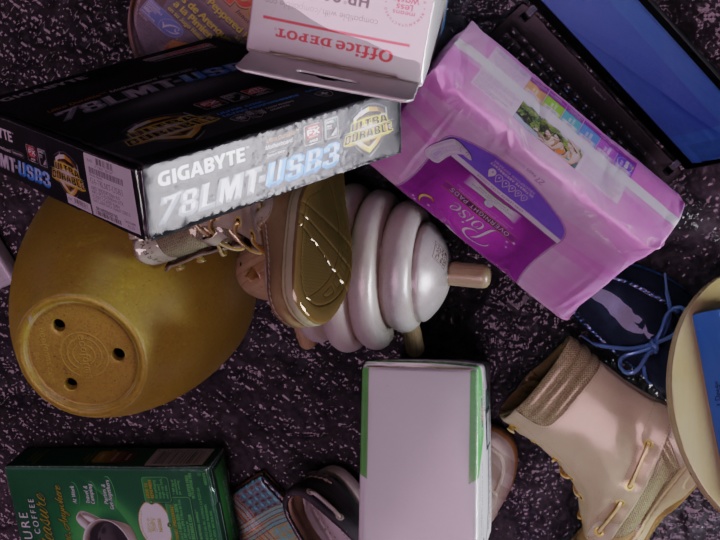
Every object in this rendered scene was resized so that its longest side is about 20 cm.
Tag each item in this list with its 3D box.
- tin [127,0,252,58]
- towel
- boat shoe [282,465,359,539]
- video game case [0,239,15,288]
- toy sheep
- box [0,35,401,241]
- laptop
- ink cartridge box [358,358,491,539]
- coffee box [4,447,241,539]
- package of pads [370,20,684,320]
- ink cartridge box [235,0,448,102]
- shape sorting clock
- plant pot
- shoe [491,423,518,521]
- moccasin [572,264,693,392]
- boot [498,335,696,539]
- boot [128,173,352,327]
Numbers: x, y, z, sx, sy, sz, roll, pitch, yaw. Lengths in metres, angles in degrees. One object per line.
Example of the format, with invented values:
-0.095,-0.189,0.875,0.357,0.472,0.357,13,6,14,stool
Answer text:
-0.081,-0.151,0.902,0.200,0.042,0.112,43,117,-11,tin
-0.076,0.289,1.108,0.146,0.022,0.200,-36,104,21,towel
0.007,0.256,1.012,0.074,0.060,0.201,-42,74,34,boat shoe
-0.408,-0.046,1.012,0.181,0.022,0.201,-21,110,17,video game case
0.000,0.000,0.908,0.198,0.138,0.139,0,114,13,toy sheep
-0.110,-0.092,0.762,0.198,0.199,0.050,24,126,42,box
0.153,-0.098,0.850,0.177,0.103,0.200,44,113,-11,laptop
0.053,0.139,0.901,0.083,0.200,0.147,0,88,9,ink cartridge box
-0.209,0.218,1.074,0.198,0.044,0.124,-4,108,15,coffee box
0.111,-0.064,0.846,0.200,0.076,0.121,38,140,-4,package of pads
-0.004,-0.176,0.787,0.114,0.200,0.068,11,115,4,ink cartridge box
0.302,0.096,0.884,0.200,0.200,0.039,46,149,-12,shape sorting clock
-0.194,0.036,0.946,0.198,0.142,0.202,4,115,8,plant pot
0.074,0.217,1.032,0.070,0.053,0.201,27,115,-3,shoe
0.246,0.057,0.924,0.199,0.068,0.081,27,115,-3,moccasin
0.174,0.160,0.982,0.155,0.073,0.201,32,123,0,boot
-0.088,-0.026,0.840,0.154,0.201,0.072,-19,137,18,boot
